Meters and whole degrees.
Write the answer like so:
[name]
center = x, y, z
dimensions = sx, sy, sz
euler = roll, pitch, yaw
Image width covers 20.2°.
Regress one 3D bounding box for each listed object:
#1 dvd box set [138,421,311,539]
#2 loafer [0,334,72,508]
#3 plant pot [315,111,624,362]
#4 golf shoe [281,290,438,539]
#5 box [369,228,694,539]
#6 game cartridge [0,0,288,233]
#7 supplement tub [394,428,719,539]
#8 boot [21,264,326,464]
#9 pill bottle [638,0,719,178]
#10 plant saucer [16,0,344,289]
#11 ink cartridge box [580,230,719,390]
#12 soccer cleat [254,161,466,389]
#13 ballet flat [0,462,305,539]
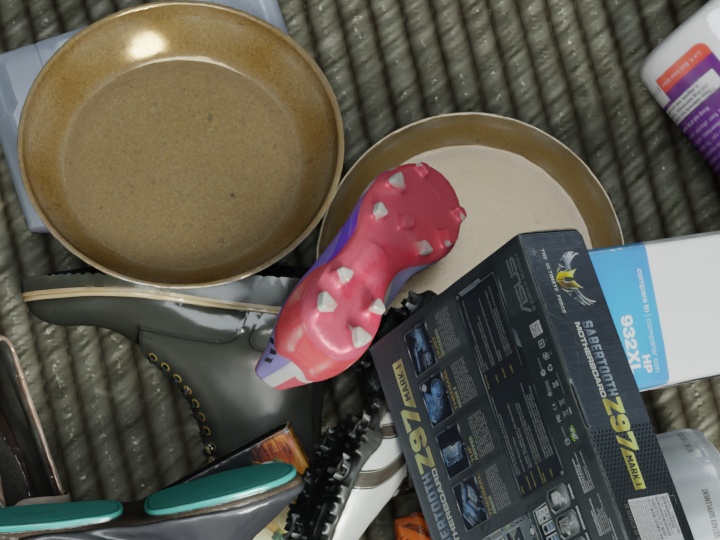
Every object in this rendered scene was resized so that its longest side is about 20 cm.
[dvd box set]
center = -0.061, 0.214, 1.235
dimensions = 0.146, 0.029, 0.201
euler = -27, 94, 1
[loafer]
center = -0.210, 0.135, 1.237
dimensions = 0.063, 0.072, 0.201
euler = -30, 79, 26
[plant pot]
center = 0.070, -0.001, 1.297
dimensions = 0.199, 0.027, 0.201
euler = 0, 82, -2
[golf shoe]
center = 0.026, 0.109, 1.207
dimensions = 0.094, 0.078, 0.200
euler = 37, 60, -15
[box]
center = 0.091, 0.100, 1.104
dimensions = 0.051, 0.158, 0.201
euler = -4, 67, -37
[game cartridge]
center = -0.133, -0.101, 1.301
dimensions = 0.199, 0.040, 0.134
euler = -19, 86, -4
[supplement tub]
center = 0.127, 0.175, 1.224
dimensions = 0.199, 0.123, 0.123
euler = -13, 82, -4
[boot]
center = -0.115, 0.067, 1.263
dimensions = 0.199, 0.077, 0.139
euler = 3, 97, 11
[pill bottle]
center = 0.278, -0.084, 1.273
dimensions = 0.111, 0.111, 0.200
euler = -37, 85, -7
[plant saucer]
center = -0.110, -0.073, 1.243
dimensions = 0.199, 0.035, 0.201
euler = 2, 65, -3
[ink cartridge box]
center = 0.177, 0.028, 1.201
dimensions = 0.199, 0.145, 0.084
euler = -8, 84, -30
[soccer cleat]
center = 0.000, 0.000, 1.219
dimensions = 0.067, 0.076, 0.200
euler = 48, 39, -10
[ballet flat]
center = -0.127, 0.161, 1.183
dimensions = 0.199, 0.073, 0.073
euler = -10, 82, -2
